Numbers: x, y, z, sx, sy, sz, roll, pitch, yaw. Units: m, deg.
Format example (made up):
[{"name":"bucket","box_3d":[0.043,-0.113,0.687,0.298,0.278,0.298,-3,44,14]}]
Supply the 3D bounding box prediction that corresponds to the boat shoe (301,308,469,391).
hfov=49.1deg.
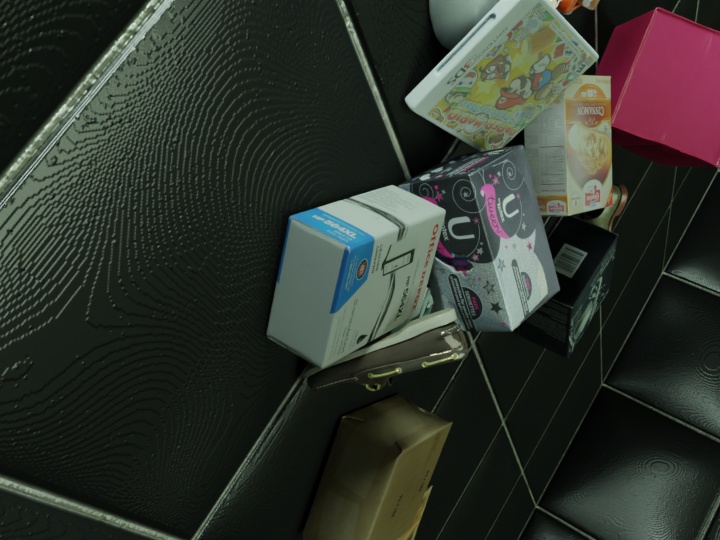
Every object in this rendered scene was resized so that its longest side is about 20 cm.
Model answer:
[{"name":"boat shoe","box_3d":[0.027,0.106,0.918,0.060,0.200,0.072,67,13,-1]}]

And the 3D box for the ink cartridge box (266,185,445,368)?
[{"name":"ink cartridge box","box_3d":[0.000,0.000,0.873,0.200,0.084,0.146,-23,133,-51]}]

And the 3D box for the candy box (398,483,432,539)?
[{"name":"candy box","box_3d":[0.053,0.469,1.396,0.115,0.055,0.201,-16,126,-56]}]

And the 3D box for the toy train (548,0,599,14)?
[{"name":"toy train","box_3d":[0.239,-0.287,1.006,0.150,0.056,0.200,-38,164,-42]}]

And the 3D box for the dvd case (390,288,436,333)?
[{"name":"dvd case","box_3d":[0.108,0.064,1.186,0.200,0.022,0.146,-6,118,-61]}]

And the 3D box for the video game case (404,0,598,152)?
[{"name":"video game case","box_3d":[0.171,-0.226,0.927,0.182,0.023,0.200,-43,149,22]}]

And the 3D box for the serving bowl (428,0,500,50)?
[{"name":"serving bowl","box_3d":[0.157,-0.339,0.882,0.200,0.066,0.201,-41,145,-38]}]

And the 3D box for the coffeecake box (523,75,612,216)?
[{"name":"coffeecake box","box_3d":[0.315,-0.189,1.189,0.153,0.073,0.201,-14,104,-48]}]

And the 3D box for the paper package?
[{"name":"paper package","box_3d":[0.027,0.304,1.160,0.190,0.103,0.201,-7,119,-60]}]

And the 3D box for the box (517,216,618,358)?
[{"name":"box","box_3d":[0.415,0.032,1.592,0.200,0.124,0.197,-52,152,-23]}]

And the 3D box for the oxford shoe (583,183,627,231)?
[{"name":"oxford shoe","box_3d":[0.508,-0.101,1.724,0.075,0.070,0.201,2,116,-32]}]

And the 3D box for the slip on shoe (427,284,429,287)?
[{"name":"slip on shoe","box_3d":[0.120,-0.034,1.081,0.200,0.060,0.076,-31,138,-47]}]

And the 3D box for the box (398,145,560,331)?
[{"name":"box","box_3d":[0.152,-0.038,0.984,0.132,0.115,0.201,-31,109,-43]}]

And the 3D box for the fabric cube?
[{"name":"fabric cube","box_3d":[0.506,-0.295,1.311,0.199,0.199,0.197,-98,-151,-82]}]
